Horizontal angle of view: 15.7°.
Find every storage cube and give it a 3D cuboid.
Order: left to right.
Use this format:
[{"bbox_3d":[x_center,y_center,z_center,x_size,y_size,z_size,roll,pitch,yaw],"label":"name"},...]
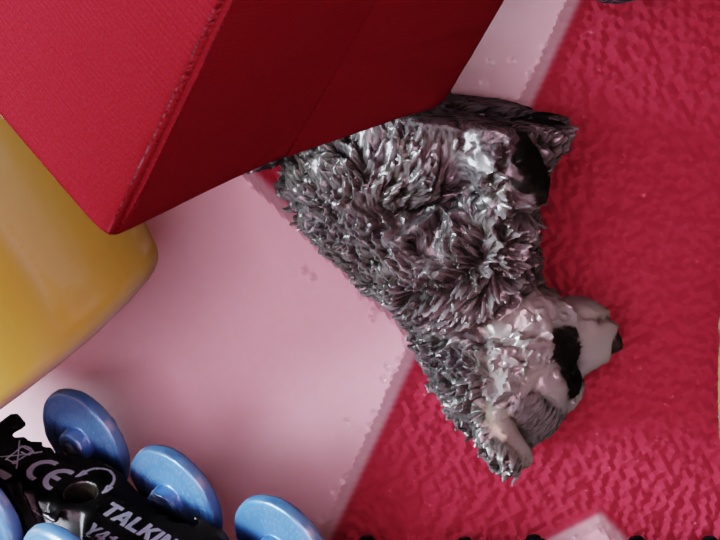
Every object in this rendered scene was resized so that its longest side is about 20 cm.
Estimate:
[{"bbox_3d":[-0.044,-0.148,0.837,0.200,0.171,0.180,48,134,17],"label":"storage cube"}]

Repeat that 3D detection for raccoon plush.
[{"bbox_3d":[0.000,0.000,0.978,0.199,0.097,0.135,10,102,14],"label":"raccoon plush"}]

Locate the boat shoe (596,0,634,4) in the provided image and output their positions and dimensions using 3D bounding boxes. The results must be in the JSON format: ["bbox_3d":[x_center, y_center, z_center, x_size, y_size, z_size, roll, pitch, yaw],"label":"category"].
[{"bbox_3d":[0.115,-0.193,0.944,0.057,0.069,0.201,26,89,54],"label":"boat shoe"}]

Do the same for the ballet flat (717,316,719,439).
[{"bbox_3d":[0.174,-0.027,0.949,0.071,0.071,0.200,32,103,9],"label":"ballet flat"}]

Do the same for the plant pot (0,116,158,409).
[{"bbox_3d":[-0.182,-0.040,0.976,0.200,0.201,0.189,-33,102,15],"label":"plant pot"}]

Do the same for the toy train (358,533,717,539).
[{"bbox_3d":[0.047,0.120,0.999,0.199,0.046,0.034,-1,95,14],"label":"toy train"}]

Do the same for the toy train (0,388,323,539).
[{"bbox_3d":[-0.085,0.127,0.991,0.200,0.087,0.115,24,133,34],"label":"toy train"}]
